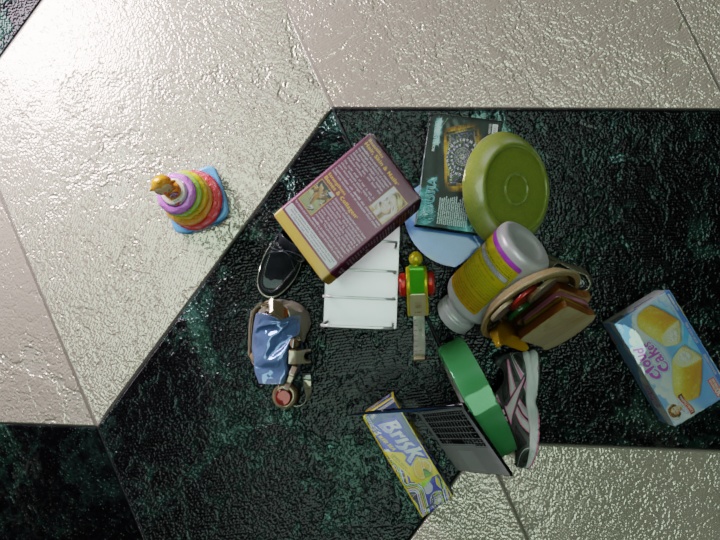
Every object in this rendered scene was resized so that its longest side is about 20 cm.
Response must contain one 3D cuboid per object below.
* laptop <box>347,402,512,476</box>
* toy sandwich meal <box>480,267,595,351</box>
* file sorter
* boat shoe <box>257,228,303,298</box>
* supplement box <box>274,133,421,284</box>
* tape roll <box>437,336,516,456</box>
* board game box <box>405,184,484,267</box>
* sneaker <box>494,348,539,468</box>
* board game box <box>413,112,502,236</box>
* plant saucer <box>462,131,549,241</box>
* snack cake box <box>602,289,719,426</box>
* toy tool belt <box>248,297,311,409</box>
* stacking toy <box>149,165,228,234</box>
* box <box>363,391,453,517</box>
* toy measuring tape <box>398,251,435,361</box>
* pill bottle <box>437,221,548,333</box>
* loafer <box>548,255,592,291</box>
[{"bbox_3d":[0.102,0.271,0.966,0.115,0.187,0.202,-35,88,-22],"label":"laptop"},{"bbox_3d":[0.291,0.075,1.004,0.202,0.206,0.071,-27,60,2],"label":"toy sandwich meal"},{"bbox_3d":[0.000,0.000,1.078,0.135,0.125,0.205,2,88,3],"label":"file sorter"},{"bbox_3d":[-0.130,-0.041,1.119,0.074,0.062,0.202,33,92,3],"label":"boat shoe"},{"bbox_3d":[-0.018,-0.093,0.970,0.199,0.103,0.132,-38,84,0],"label":"supplement box"},{"bbox_3d":[0.191,0.212,1.020,0.047,0.200,0.204,-26,87,1],"label":"tape roll"},{"bbox_3d":[0.178,-0.105,1.112,0.198,0.039,0.160,-33,85,1],"label":"board game box"},{"bbox_3d":[0.273,0.242,1.086,0.084,0.080,0.205,0,80,15],"label":"sneaker"},{"bbox_3d":[0.172,-0.169,1.080,0.132,0.028,0.205,8,87,4],"label":"board game box"},{"bbox_3d":[0.263,-0.140,1.062,0.196,0.031,0.205,-1,92,-30],"label":"plant saucer"},{"bbox_3d":[0.530,0.150,1.068,0.114,0.067,0.203,-31,86,1],"label":"snack cake box"},{"bbox_3d":[-0.145,0.150,1.082,0.122,0.123,0.205,-2,88,4],"label":"toy tool belt"},{"bbox_3d":[-0.312,-0.133,1.063,0.114,0.200,0.112,-18,87,2],"label":"stacking toy"},{"bbox_3d":[0.084,0.324,1.092,0.069,0.064,0.202,-32,86,2],"label":"box"},{"bbox_3d":[0.103,0.061,1.112,0.072,0.074,0.205,-3,110,3],"label":"toy measuring tape"},{"bbox_3d":[0.217,0.020,1.039,0.104,0.104,0.201,43,125,4],"label":"pill bottle"},{"bbox_3d":[0.319,-0.001,1.084,0.195,0.070,0.077,12,89,5],"label":"loafer"}]
